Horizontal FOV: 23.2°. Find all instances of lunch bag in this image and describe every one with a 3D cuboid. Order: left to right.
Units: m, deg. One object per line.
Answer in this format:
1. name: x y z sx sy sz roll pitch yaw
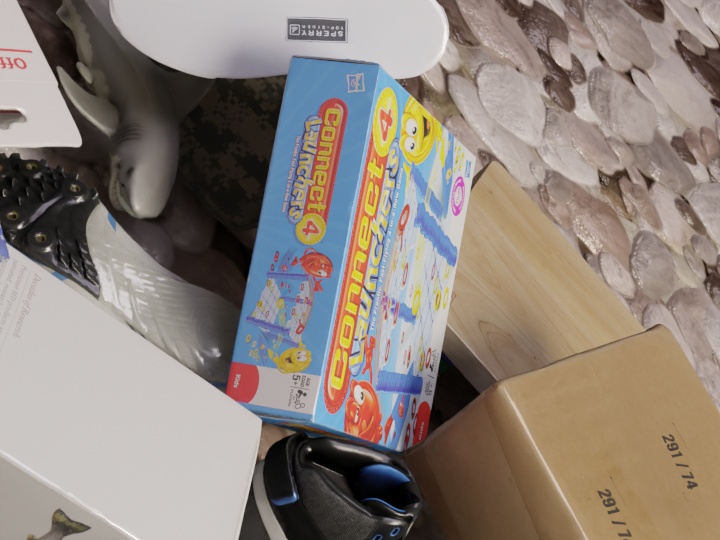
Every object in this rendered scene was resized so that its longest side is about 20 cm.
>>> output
1. lunch bag: -0.073 -0.151 1.166 0.200 0.139 0.168 49 24 -3

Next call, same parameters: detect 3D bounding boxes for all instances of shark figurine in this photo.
1. shark figurine: -0.135 -0.130 1.066 0.128 0.089 0.216 34 33 -76

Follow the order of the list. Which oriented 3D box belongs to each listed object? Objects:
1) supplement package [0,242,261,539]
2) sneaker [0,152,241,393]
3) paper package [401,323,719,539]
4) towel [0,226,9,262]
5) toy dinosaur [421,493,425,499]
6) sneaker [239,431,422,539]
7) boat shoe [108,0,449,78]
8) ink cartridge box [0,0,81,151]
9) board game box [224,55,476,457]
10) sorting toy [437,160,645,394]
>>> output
1. supplement package: -0.164 0.089 0.855 0.199 0.117 0.118 36 37 -21
2. sneaker: -0.147 0.011 1.001 0.199 0.073 0.072 38 47 3
3. paper package: 0.153 0.154 1.067 0.189 0.103 0.201 -13 68 -44
4. towel: -0.250 -0.089 0.800 0.144 0.024 0.202 -1 60 -55
5. toy dinosaur: 0.105 0.193 1.131 0.201 0.060 0.106 55 36 3
6. sneaker: 0.014 0.172 0.996 0.200 0.112 0.073 40 37 -18
7. boat shoe: -0.049 -0.149 1.035 0.197 0.073 0.068 2 9 -7
8. ink cartridge box: -0.250 -0.132 0.985 0.116 0.067 0.201 -4 59 -51
9. board game box: 0.000 0.000 1.033 0.196 0.055 0.203 30 70 -68
10. sorting toy: 0.110 0.052 1.253 0.200 0.069 0.199 48 34 -7
